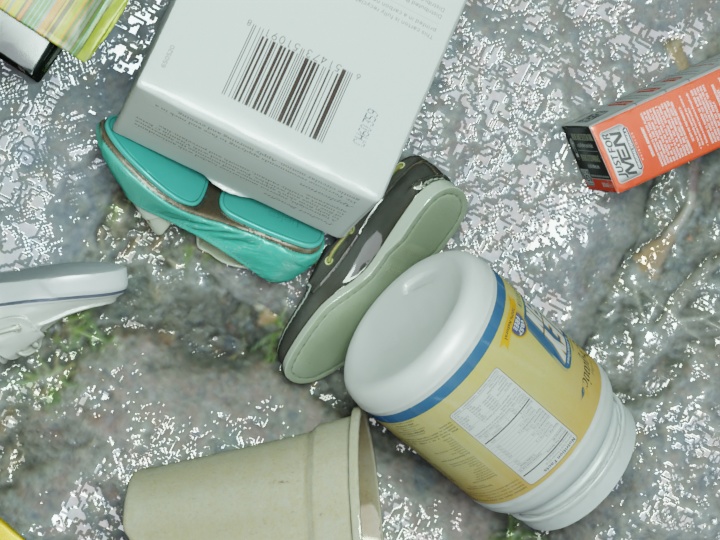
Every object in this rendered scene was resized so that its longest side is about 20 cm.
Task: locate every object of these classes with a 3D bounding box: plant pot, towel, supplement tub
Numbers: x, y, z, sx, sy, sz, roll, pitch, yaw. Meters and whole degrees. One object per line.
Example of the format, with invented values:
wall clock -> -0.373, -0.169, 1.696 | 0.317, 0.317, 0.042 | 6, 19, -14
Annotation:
plant pot -> -0.080, 0.210, 1.548 | 0.183, 0.200, 0.201 | -5, 95, 5
towel -> -0.245, -0.228, 1.366 | 0.200, 0.018, 0.086 | 32, 88, -8
supplement tub -> 0.102, 0.095, 1.557 | 0.200, 0.145, 0.145 | 40, 88, -25

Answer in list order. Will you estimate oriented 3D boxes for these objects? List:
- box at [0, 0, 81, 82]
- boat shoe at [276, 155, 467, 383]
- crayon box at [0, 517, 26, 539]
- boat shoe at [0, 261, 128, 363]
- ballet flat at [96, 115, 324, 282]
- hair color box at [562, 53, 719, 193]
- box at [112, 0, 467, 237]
box -> -0.262, -0.228, 1.473 | 0.148, 0.200, 0.124 | 34, 88, -8
boat shoe -> 0.000, 0.000, 1.597 | 0.201, 0.061, 0.072 | -49, 143, 7
crayon box -> -0.279, 0.319, 1.557 | 0.172, 0.058, 0.200 | 39, 80, 4
boat shoe -> -0.274, 0.039, 1.559 | 0.200, 0.072, 0.066 | -12, 100, -5
ballet flat -> -0.126, -0.045, 1.573 | 0.200, 0.067, 0.070 | 28, 128, -9
hair color box -> 0.268, -0.129, 1.599 | 0.200, 0.102, 0.061 | -24, 97, -4
box -> -0.050, -0.161, 1.517 | 0.199, 0.131, 0.200 | 25, 73, -9
